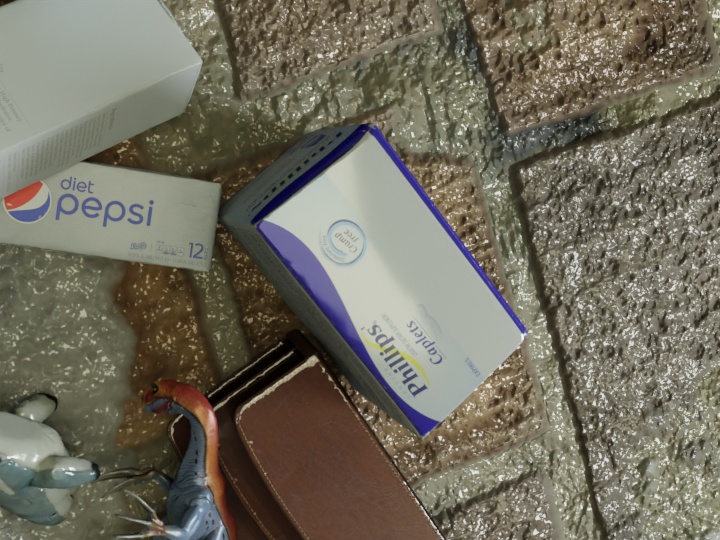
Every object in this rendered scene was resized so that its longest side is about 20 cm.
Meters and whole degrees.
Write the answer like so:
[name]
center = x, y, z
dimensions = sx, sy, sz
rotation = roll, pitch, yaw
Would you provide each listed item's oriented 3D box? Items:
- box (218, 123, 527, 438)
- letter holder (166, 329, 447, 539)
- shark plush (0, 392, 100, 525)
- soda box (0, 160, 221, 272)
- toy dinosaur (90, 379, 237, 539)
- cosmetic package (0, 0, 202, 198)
[box]
center = 0.000, 0.000, 0.813
dimensions = 0.105, 0.200, 0.184
rotation = -40, 104, -8
[letter holder]
center = -0.044, 0.173, 0.874
dimensions = 0.142, 0.101, 0.200
rotation = -35, 103, -6
[shark plush]
center = -0.269, 0.146, 0.785
dimensions = 0.091, 0.200, 0.083
rotation = 42, 105, 25
[soda box]
center = -0.206, -0.047, 0.826
dimensions = 0.199, 0.063, 0.069
rotation = 7, 92, -15
[toy dinosaur]
center = -0.129, 0.171, 0.853
dimensions = 0.199, 0.105, 0.182
rotation = 11, 107, -46
[cosmetic package]
center = -0.220, -0.124, 0.769
dimensions = 0.199, 0.074, 0.102
rotation = -29, 79, -29
